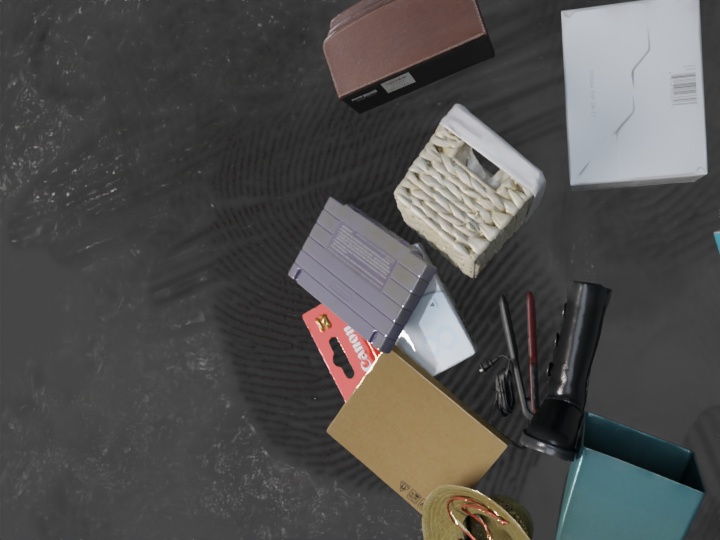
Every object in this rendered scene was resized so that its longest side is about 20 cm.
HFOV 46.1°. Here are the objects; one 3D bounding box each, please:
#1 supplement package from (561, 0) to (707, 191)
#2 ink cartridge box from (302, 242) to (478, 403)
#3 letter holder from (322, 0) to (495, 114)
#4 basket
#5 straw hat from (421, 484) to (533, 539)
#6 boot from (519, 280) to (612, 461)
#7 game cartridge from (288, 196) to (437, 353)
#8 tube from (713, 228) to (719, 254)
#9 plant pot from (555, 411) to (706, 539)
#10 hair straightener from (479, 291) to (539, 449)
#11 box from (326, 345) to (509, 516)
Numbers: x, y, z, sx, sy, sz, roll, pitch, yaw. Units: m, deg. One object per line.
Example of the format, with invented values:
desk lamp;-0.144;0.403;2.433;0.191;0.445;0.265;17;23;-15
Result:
supplement package;0.322;-0.204;1.006;0.153;0.111;0.204;-3;91;15
ink cartridge box;0.034;0.081;1.119;0.198;0.047;0.162;-30;83;12
letter holder;0.053;-0.312;1.081;0.197;0.100;0.144;-20;84;14
basket;0.124;-0.083;0.997;0.135;0.200;0.124;41;89;10
straw hat;0.174;0.333;1.062;0.199;0.085;0.204;22;127;32
boot;0.249;0.112;0.996;0.065;0.165;0.203;17;92;14
game cartridge;0.000;0.000;1.094;0.199;0.038;0.131;37;97;39
tube;0.479;0.040;1.007;0.077;0.050;0.203;-21;91;21
plant pot;0.301;0.303;1.013;0.139;0.141;0.203;19;103;13
hair straightener;0.192;0.130;1.089;0.076;0.041;0.204;-4;94;15
box;0.071;0.215;1.102;0.199;0.021;0.164;39;115;10
